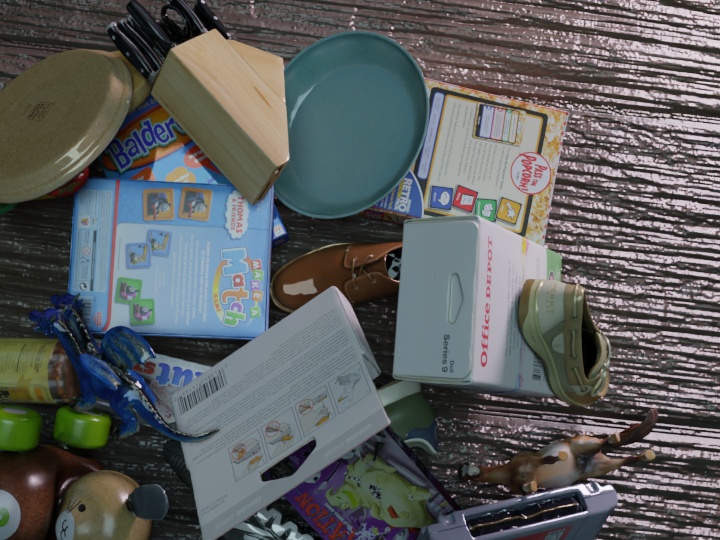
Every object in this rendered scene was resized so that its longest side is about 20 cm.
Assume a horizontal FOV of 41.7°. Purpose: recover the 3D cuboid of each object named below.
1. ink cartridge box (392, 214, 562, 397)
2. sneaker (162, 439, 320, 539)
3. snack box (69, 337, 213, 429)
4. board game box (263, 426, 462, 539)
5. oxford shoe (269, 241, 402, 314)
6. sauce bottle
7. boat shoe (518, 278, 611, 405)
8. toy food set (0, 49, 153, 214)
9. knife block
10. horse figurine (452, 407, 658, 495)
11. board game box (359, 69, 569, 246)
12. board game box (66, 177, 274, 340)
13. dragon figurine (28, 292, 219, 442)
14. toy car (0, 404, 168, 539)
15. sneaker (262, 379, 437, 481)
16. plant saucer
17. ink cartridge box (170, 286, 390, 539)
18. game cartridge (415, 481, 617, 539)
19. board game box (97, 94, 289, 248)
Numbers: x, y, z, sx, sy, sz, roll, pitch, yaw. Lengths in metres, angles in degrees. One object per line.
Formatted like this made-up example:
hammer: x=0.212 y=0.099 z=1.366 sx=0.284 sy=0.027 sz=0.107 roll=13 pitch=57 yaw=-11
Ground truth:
ink cartridge box: x=0.118 y=0.040 z=0.904 sx=0.086 sy=0.199 sz=0.149 roll=-1 pitch=80 yaw=32
sneaker: x=-0.128 y=0.249 z=0.932 sx=0.199 sy=0.066 sz=0.091 roll=38 pitch=79 yaw=1
snack box: x=-0.192 y=0.127 z=0.969 sx=0.195 sy=0.024 sz=0.074 roll=14 pitch=80 yaw=0
board game box: x=0.009 y=0.220 z=0.916 sx=0.119 sy=0.032 sz=0.201 roll=-38 pitch=106 yaw=11
oxford shoe: x=0.000 y=0.000 z=0.974 sx=0.195 sy=0.071 sz=0.073 roll=-12 pitch=84 yaw=-3
sauce bottle: x=-0.371 y=0.099 z=0.941 sx=0.195 sy=0.066 sz=0.068 roll=0 pitch=81 yaw=11
boat shoe: x=0.213 y=0.074 z=0.915 sx=0.062 sy=0.201 sz=0.074 roll=-2 pitch=54 yaw=32
toy food set: x=-0.308 y=-0.145 z=0.947 sx=0.194 sy=0.049 sz=0.203 roll=-4 pitch=56 yaw=24
knife block: x=-0.161 y=-0.177 z=0.917 sx=0.172 sy=0.064 sz=0.204 roll=12 pitch=52 yaw=-26
horse figurine: x=0.204 y=0.188 z=0.939 sx=0.196 sy=0.133 sz=0.051 roll=-13 pitch=79 yaw=-17
board game box: x=0.110 y=-0.113 z=1.007 sx=0.195 sy=0.046 sz=0.155 roll=14 pitch=81 yaw=0
board game box: x=-0.186 y=-0.011 z=0.939 sx=0.195 sy=0.037 sz=0.155 roll=2 pitch=84 yaw=-2
dragon figurine: x=-0.222 y=0.094 z=0.861 sx=0.197 sy=0.101 sz=0.059 roll=27 pitch=46 yaw=24
toy car: x=-0.252 y=0.227 z=0.850 sx=0.197 sy=0.156 sz=0.168 roll=12 pitch=90 yaw=37
sneaker: x=-0.011 y=0.185 z=0.946 sx=0.197 sy=0.067 sz=0.091 roll=-25 pitch=79 yaw=-8
plant saucer: x=-0.016 y=-0.147 z=0.983 sx=0.196 sy=0.036 sz=0.205 roll=-7 pitch=74 yaw=23
ink cartridge box: x=-0.071 y=0.135 z=0.865 sx=0.198 sy=0.045 sz=0.178 roll=-33 pitch=45 yaw=8
game cartridge: x=0.139 y=0.264 z=0.902 sx=0.196 sy=0.134 sz=0.041 roll=-7 pitch=52 yaw=-20
board game box: x=-0.182 y=-0.093 z=0.992 sx=0.150 sy=0.045 sz=0.203 roll=-25 pitch=83 yaw=-5
